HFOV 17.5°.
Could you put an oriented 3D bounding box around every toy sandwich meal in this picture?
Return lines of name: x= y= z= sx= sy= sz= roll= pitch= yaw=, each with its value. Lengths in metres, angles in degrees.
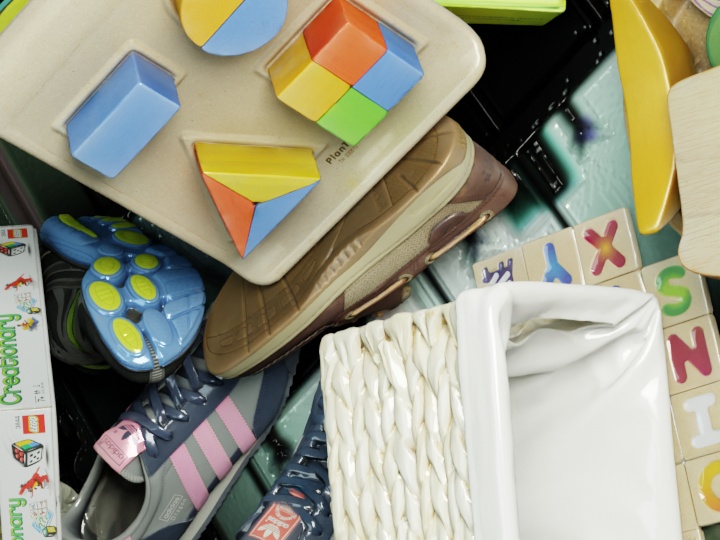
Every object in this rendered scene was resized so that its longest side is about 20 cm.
toy sandwich meal: x=0.192 y=-0.084 z=1.094 sx=0.205 sy=0.070 sz=0.205 roll=-3 pitch=85 yaw=39

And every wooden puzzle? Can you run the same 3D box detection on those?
wooden puzzle: x=-0.065 y=-0.090 z=1.149 sx=0.185 sy=0.200 sz=0.046 roll=-44 pitch=32 yaw=22

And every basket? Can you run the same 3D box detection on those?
basket: x=0.069 y=0.112 z=1.136 sx=0.123 sy=0.136 sz=0.200 roll=-10 pitch=81 yaw=43

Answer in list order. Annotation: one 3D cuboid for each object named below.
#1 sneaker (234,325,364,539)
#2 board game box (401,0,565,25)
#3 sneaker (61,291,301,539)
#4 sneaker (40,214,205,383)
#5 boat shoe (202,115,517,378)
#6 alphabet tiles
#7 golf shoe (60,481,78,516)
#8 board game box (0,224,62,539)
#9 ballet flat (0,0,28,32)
sneaker: x=-0.025 y=0.126 z=1.249 sx=0.075 sy=0.085 sz=0.200 roll=19 pitch=99 yaw=39
board game box: x=0.002 y=-0.180 z=1.186 sx=0.048 sy=0.200 sz=0.102 roll=158 pitch=112 yaw=-78
sneaker: x=-0.103 y=0.087 z=1.317 sx=0.070 sy=0.082 sz=0.200 roll=39 pitch=111 yaw=34
sneaker: x=-0.138 y=0.025 z=1.338 sx=0.200 sy=0.071 sz=0.083 roll=-143 pitch=53 yaw=-63
boat shoe: x=0.000 y=0.000 z=1.245 sx=0.200 sy=0.072 sz=0.072 roll=-42 pitch=38 yaw=22
alphabet tiles: x=0.116 y=0.077 z=1.187 sx=0.166 sy=0.006 sz=0.200 roll=-21 pitch=74 yaw=36
golf shoe: x=-0.243 y=0.196 z=1.434 sx=0.097 sy=0.078 sz=0.200 roll=45 pitch=113 yaw=39
board game box: x=-0.190 y=0.076 z=1.309 sx=0.200 sy=0.035 sz=0.126 roll=-109 pitch=18 yaw=-59
ballet flat: x=-0.161 y=-0.168 z=1.398 sx=0.200 sy=0.067 sz=0.067 roll=-46 pitch=74 yaw=27
